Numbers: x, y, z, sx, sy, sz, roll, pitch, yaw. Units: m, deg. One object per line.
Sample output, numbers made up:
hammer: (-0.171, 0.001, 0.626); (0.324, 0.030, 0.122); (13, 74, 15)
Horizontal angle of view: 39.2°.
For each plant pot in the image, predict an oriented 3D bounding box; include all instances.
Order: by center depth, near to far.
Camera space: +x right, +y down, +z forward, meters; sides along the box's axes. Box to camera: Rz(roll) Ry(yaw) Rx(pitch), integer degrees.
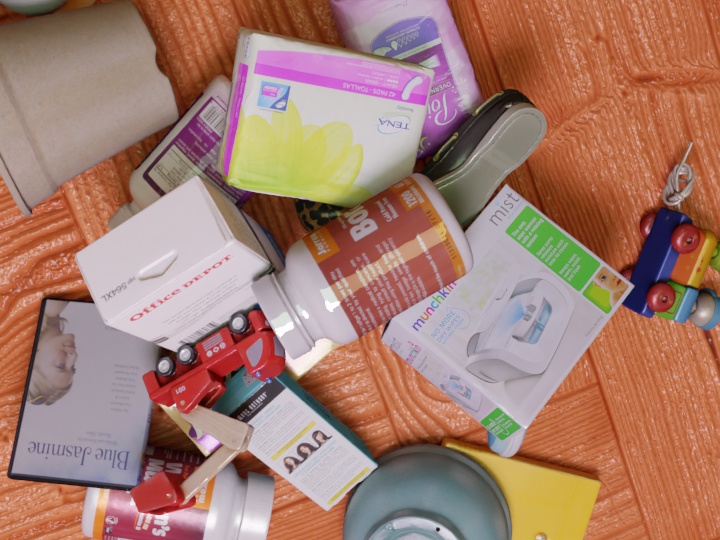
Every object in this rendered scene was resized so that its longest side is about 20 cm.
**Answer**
plant pot: (-0.291, -0.181, 1.018); (0.183, 0.200, 0.201); (-24, 102, -13)
plant pot: (0.068, 0.310, 1.132); (0.199, 0.134, 0.201); (1, 96, 10)

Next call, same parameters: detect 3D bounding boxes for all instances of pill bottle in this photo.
pill bottle: (0.000, 0.000, 0.978); (0.199, 0.112, 0.113); (-30, 102, -3)
pill bottle: (-0.172, -0.098, 1.071); (0.112, 0.112, 0.200); (41, 94, -11)
pill bottle: (-0.202, 0.258, 1.133); (0.199, 0.110, 0.110); (11, 99, -7)

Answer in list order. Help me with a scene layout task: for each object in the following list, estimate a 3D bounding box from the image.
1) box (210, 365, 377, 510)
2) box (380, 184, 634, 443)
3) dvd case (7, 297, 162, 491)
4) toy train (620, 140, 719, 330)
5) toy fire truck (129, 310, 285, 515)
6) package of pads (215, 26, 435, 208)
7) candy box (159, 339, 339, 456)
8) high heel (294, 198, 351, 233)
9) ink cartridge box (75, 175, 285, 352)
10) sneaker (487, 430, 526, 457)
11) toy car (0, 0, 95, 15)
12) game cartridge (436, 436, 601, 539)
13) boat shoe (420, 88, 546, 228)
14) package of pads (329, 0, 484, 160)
box: (-0.073, 0.182, 1.124); (0.082, 0.049, 0.200); (-41, 125, 3)
box: (0.152, 0.045, 1.069); (0.176, 0.097, 0.200); (40, 71, 7)
dvd case: (-0.293, 0.131, 1.092); (0.142, 0.018, 0.201); (5, 73, 4)
toy train: (0.387, -0.034, 1.156); (0.115, 0.085, 0.201); (18, 98, -19)
toy fire truck: (-0.153, 0.145, 1.029); (0.199, 0.049, 0.141); (-30, 67, 6)
package of pads: (-0.035, -0.143, 1.002); (0.199, 0.068, 0.155); (6, 106, -23)
candy box: (-0.136, 0.098, 1.138); (0.200, 0.056, 0.117); (-39, 102, 1)
high heel: (0.031, -0.089, 1.109); (0.200, 0.071, 0.143); (-39, 108, 11)
ink cartridge box: (-0.164, 0.003, 1.009); (0.146, 0.200, 0.085); (-32, 69, 5)
sneaker: (0.127, 0.111, 1.156); (0.130, 0.080, 0.201); (3, 90, -8)
toy car: (-0.349, -0.332, 1.010); (0.200, 0.184, 0.178); (18, 75, -47)
game cartridge: (0.170, 0.307, 1.221); (0.199, 0.032, 0.177); (16, 98, -5)
boat shoe: (0.106, -0.104, 1.057); (0.201, 0.061, 0.072); (-44, 129, 14)
package of pads: (0.054, -0.219, 1.089); (0.120, 0.076, 0.201); (-21, 102, 1)
